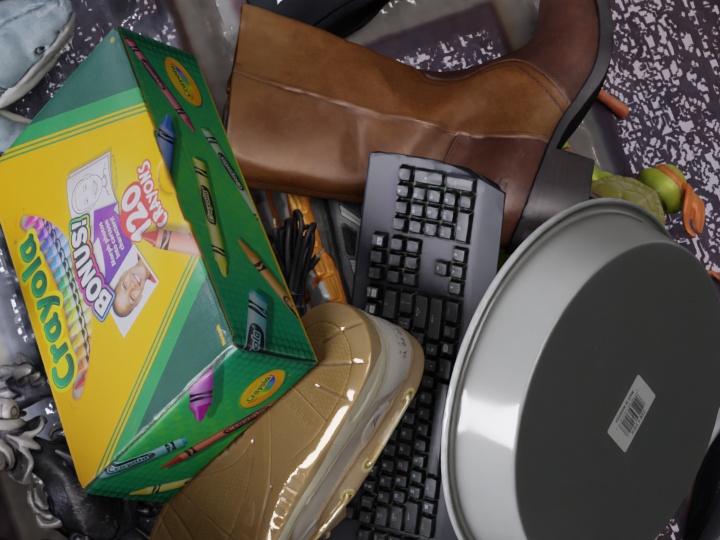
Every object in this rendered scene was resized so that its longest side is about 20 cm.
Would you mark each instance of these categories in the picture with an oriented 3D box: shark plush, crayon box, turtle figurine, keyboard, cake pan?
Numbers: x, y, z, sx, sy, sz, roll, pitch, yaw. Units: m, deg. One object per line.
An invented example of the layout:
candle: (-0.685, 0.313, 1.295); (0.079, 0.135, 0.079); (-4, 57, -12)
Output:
shark plush: (-0.246, -0.106, 0.951); (0.198, 0.083, 0.092); (-6, 82, -12)
crayon box: (-0.107, -0.004, 0.903); (0.058, 0.119, 0.201); (15, 42, -45)
turtle figurine: (0.135, -0.006, 1.019); (0.161, 0.064, 0.201); (-39, 89, -15)
keyboard: (0.003, 0.040, 0.917); (0.126, 0.021, 0.202); (12, 102, 26)
cake pan: (0.119, 0.066, 0.917); (0.199, 0.037, 0.203); (-18, 116, -42)

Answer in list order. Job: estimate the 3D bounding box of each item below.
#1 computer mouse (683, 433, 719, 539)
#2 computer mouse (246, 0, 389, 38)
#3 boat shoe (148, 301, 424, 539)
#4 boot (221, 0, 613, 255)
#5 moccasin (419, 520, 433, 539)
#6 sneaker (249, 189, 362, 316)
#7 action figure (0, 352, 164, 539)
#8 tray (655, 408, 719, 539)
computer mouse: (0.223, 0.172, 1.011); (0.137, 0.053, 0.202); (19, 77, -7)
computer mouse: (0.009, -0.224, 1.042); (0.199, 0.046, 0.141); (-29, 88, -15)
boat shoe: (-0.034, 0.106, 0.896); (0.201, 0.069, 0.074); (-53, 53, 20)
boot: (0.029, -0.103, 0.986); (0.198, 0.069, 0.190); (14, 66, -3)
moccasin: (0.070, 0.182, 0.976); (0.068, 0.080, 0.202); (-27, 100, -19)
sneaker: (0.000, 0.000, 0.987); (0.076, 0.078, 0.202); (-14, 83, -21)
action figure: (-0.179, 0.093, 0.924); (0.199, 0.102, 0.120); (33, 65, -31)
tray: (0.128, 0.070, 0.972); (0.108, 0.022, 0.200); (-56, 136, -16)
